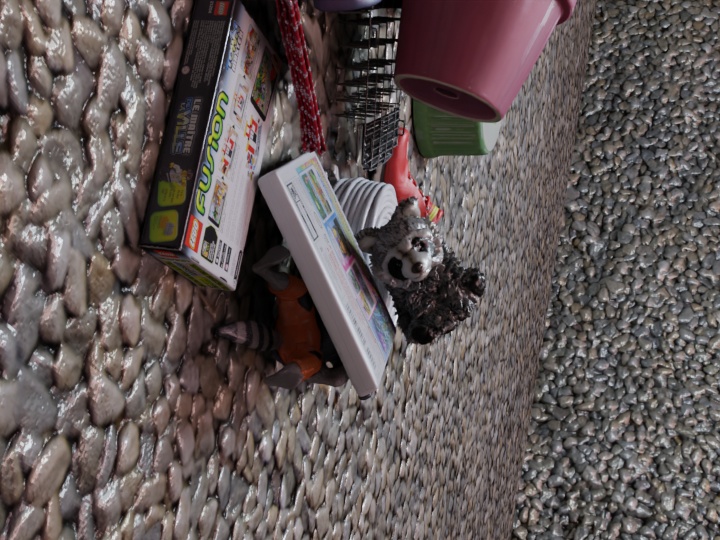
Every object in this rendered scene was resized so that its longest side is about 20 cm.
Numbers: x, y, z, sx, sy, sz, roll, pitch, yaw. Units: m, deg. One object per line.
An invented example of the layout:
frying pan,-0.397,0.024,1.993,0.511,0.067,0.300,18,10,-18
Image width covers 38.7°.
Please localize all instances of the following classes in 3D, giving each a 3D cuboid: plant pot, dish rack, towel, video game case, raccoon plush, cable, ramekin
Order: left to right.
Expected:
towel,-0.064,-0.216,0.860,0.202,0.022,0.146,79,-2,-45
video game case,-0.024,-0.006,0.931,0.203,0.023,0.182,65,11,-8
cable,0.000,0.000,1.125,0.200,0.068,0.204,36,59,-72
dish rack,0.012,-0.217,1.137,0.153,0.054,0.204,-38,133,-65
raccoon plush,0.036,-0.006,1.041,0.097,0.199,0.135,-43,106,-16
ramekin,0.147,-0.260,1.475,0.200,0.096,0.204,6,90,-73
plant pot,0.121,-0.266,1.097,0.182,0.197,0.200,-71,162,-2

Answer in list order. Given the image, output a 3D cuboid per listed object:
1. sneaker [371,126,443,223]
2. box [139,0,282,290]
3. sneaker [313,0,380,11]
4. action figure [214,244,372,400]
sneaker,0.062,-0.086,1.284,0.077,0.083,0.203,-57,149,-56
box,-0.112,-0.098,0.801,0.110,0.034,0.204,47,51,-68
sneaker,-0.007,-0.319,1.011,0.202,0.072,0.083,-77,164,-50
action figure,-0.067,0.034,0.956,0.194,0.103,0.203,51,18,-75
